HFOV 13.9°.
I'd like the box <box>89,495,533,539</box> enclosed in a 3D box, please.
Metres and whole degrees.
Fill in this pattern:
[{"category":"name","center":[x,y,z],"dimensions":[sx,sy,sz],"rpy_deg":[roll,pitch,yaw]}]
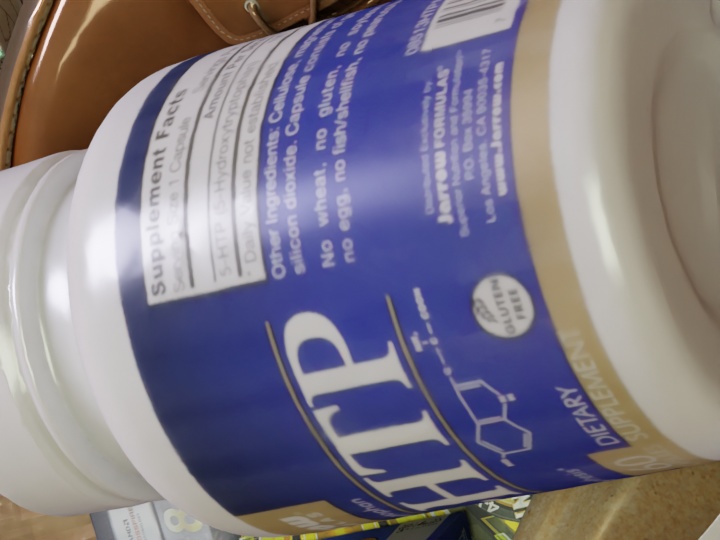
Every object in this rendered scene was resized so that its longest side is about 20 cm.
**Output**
[{"category":"box","center":[0.023,0.108,0.803],"dimensions":[0.160,0.049,0.201],"rpy_deg":[-13,96,18]}]

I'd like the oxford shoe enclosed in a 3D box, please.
[{"category":"oxford shoe","center":[-0.028,-0.079,0.767],"dimensions":[0.071,0.071,0.200],"rpy_deg":[46,108,31]}]

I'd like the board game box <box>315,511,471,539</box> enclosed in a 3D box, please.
[{"category":"board game box","center":[-0.016,0.176,0.777],"dimensions":[0.134,0.045,0.201],"rpy_deg":[-12,97,18]}]

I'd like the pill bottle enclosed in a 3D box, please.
[{"category":"pill bottle","center":[0.000,0.000,0.701],"dimensions":[0.199,0.120,0.120],"rpy_deg":[-13,95,32]}]

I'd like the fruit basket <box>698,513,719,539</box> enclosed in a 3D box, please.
[{"category":"fruit basket","center":[0.142,0.117,0.661],"dimensions":[0.185,0.094,0.200],"rpy_deg":[-51,121,-8]}]

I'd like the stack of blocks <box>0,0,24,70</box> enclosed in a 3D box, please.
[{"category":"stack of blocks","center":[-0.184,-0.049,0.827],"dimensions":[0.199,0.059,0.116],"rpy_deg":[-23,92,16]}]

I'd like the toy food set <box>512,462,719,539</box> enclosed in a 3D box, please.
[{"category":"toy food set","center":[0.125,0.100,0.743],"dimensions":[0.199,0.049,0.199],"rpy_deg":[7,89,-13]}]
